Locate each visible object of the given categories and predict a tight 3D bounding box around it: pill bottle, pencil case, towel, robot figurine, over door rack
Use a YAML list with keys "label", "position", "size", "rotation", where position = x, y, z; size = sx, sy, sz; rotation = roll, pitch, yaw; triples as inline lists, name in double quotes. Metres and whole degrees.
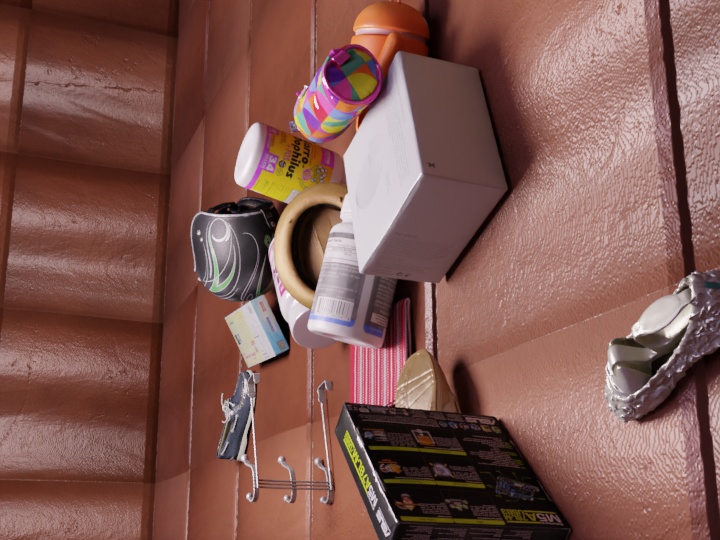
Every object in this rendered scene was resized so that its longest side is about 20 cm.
- label: "pill bottle"
  position: [-0.085, 0.026, 1.646]
  size: [0.202, 0.111, 0.115]
  rotation: [-109, 33, -47]
- label: "pill bottle"
  position: [-0.096, -0.156, 1.589]
  size: [0.105, 0.197, 0.106]
  rotation: [-52, 28, 42]
- label: "pencil case"
  position: [-0.036, -0.231, 1.311]
  size: [0.200, 0.087, 0.090]
  rotation: [157, 117, -70]
- label: "towel"
  position: [0.029, 0.139, 1.444]
  size: [0.200, 0.022, 0.147]
  rotation: [139, 135, -58]
- label: "robot figurine"
  position: [0.039, -0.291, 1.406]
  size: [0.115, 0.143, 0.204]
  rotation: [9, 94, 34]
- label: "pill bottle"
  position: [0.000, 0.000, 1.410]
  size: [0.113, 0.112, 0.204]
  rotation: [-8, 67, 68]
- label: "over door rack"
  position: [-0.119, 0.279, 1.623]
  size: [0.066, 0.145, 0.204]
  rotation: [-32, 55, 56]

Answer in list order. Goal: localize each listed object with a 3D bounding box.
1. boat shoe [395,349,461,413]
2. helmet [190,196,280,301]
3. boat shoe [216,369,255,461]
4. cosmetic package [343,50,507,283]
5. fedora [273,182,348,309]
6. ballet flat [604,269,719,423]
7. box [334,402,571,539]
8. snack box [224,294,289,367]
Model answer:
- label: "boat shoe"
  position: [0.093, 0.189, 1.195]
  size: [0.073, 0.069, 0.202]
  rotation: [-37, 40, 30]
- label: "helmet"
  position: [-0.235, -0.034, 1.946]
  size: [0.200, 0.196, 0.195]
  rotation: [-143, 47, -66]
- label: "boat shoe"
  position: [-0.269, 0.310, 2.117]
  size: [0.075, 0.061, 0.204]
  rotation: [-133, 52, -65]
- label: "cosmetic package"
  position: [0.075, -0.127, 1.254]
  size: [0.201, 0.121, 0.202]
  rotation: [121, 148, -49]
- label: "fedora"
  position: [-0.041, -0.033, 1.545]
  size: [0.082, 0.197, 0.205]
  rotation: [7, -91, -67]
- label: "ballet flat"
  position: [0.248, 0.061, 0.836]
  size: [0.201, 0.070, 0.073]
  rotation: [119, 149, -47]
- label: "box"
  position: [0.090, 0.215, 1.023]
  size: [0.194, 0.196, 0.048]
  rotation: [-119, 43, -55]
- label: "snack box"
  position: [-0.210, 0.125, 1.980]
  size: [0.118, 0.037, 0.200]
  rotation: [64, 155, 1]
